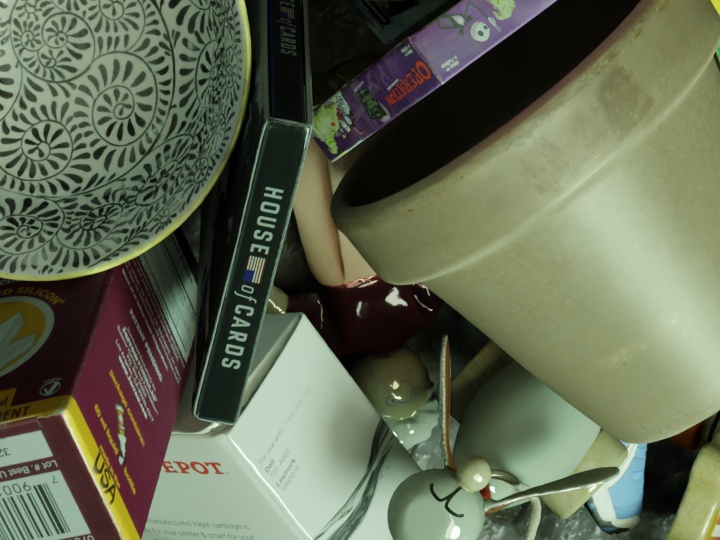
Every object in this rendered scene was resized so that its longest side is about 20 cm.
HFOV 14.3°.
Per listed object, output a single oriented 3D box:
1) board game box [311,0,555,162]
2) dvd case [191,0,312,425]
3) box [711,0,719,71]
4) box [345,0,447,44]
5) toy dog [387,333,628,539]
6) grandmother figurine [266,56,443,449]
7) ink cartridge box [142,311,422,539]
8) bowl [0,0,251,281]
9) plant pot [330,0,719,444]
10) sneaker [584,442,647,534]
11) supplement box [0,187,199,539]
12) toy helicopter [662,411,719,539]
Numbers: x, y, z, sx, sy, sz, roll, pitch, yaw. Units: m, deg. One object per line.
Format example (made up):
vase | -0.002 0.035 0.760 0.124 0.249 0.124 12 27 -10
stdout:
board game box | 0.073 -0.123 1.241 0.200 0.120 0.032 -37 88 -26
dvd case | -0.050 -0.045 1.297 0.025 0.200 0.151 11 118 -7
box | 0.251 -0.154 1.370 0.192 0.122 0.200 -17 109 7
box | 0.001 -0.215 1.290 0.137 0.040 0.200 -32 113 27
toy dog | 0.082 0.077 1.368 0.132 0.200 0.096 33 113 -13
grandmother figurine | 0.000 0.000 1.429 0.121 0.061 0.200 -14 115 -5
ink cartridge box | -0.045 0.114 1.403 0.200 0.146 0.084 55 53 -31
bowl | -0.136 -0.101 1.291 0.200 0.094 0.201 2 98 11
plant pot | 0.114 -0.021 1.311 0.200 0.200 0.175 -39 101 -1
sneaker | 0.130 0.048 1.488 0.077 0.076 0.200 -16 118 -10
supplement box | -0.146 0.045 1.295 0.110 0.200 0.086 -12 122 16
toy helicopter | 0.168 0.151 1.508 0.200 0.079 0.132 -46 155 -45
